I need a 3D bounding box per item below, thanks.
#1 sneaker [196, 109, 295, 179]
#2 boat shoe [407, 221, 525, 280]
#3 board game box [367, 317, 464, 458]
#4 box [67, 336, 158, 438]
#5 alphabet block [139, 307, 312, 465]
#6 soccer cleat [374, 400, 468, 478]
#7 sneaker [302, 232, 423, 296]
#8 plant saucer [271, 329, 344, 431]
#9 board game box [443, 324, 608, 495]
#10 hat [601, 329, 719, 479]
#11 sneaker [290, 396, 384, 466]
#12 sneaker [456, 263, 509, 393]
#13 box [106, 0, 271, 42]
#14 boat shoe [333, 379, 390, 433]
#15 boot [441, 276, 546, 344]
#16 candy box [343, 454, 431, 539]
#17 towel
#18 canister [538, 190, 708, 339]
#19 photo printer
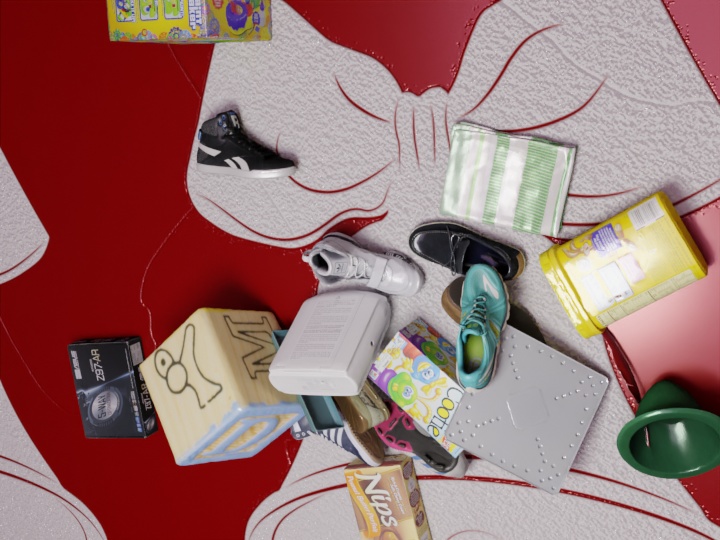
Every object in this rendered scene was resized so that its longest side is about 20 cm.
[{"bbox_3d":[-0.205,-0.221,1.560,0.199,0.073,0.113,7,106,25],"label":"sneaker"},{"bbox_3d":[0.164,-0.029,1.437,0.199,0.062,0.075,18,110,22],"label":"boat shoe"},{"bbox_3d":[0.126,0.189,1.477,0.200,0.105,0.103,42,114,11],"label":"board game box"},{"bbox_3d":[-0.502,0.237,1.815,0.159,0.043,0.201,-4,100,25],"label":"box"},{"bbox_3d":[-0.233,0.201,1.569,0.195,0.196,0.201,-39,64,25],"label":"alphabet block"},{"bbox_3d":[0.100,0.295,1.535,0.200,0.086,0.070,31,83,38],"label":"soccer cleat"},{"bbox_3d":[0.000,0.000,1.489,0.199,0.115,0.076,23,110,19],"label":"sneaker"},{"bbox_3d":[-0.095,0.191,1.554,0.019,0.070,0.201,-46,59,33],"label":"plant saucer"},{"bbox_3d":[0.255,0.213,1.387,0.199,0.026,0.201,28,83,-3],"label":"board game box"},{"bbox_3d":[0.465,0.190,1.369,0.165,0.177,0.200,-15,130,21],"label":"hat"},{"bbox_3d":[-0.049,0.290,1.596,0.200,0.070,0.109,49,112,19],"label":"sneaker"},{"bbox_3d":[0.180,0.082,1.347,0.077,0.080,0.201,1,72,18],"label":"sneaker"},{"bbox_3d":[-0.279,-0.440,1.476,0.191,0.200,0.123,4,103,25],"label":"box"},{"bbox_3d":[-0.022,0.190,1.563,0.201,0.062,0.073,59,151,25],"label":"boat shoe"},{"bbox_3d":[0.215,0.089,1.446,0.200,0.074,0.075,39,157,0],"label":"boot"},{"bbox_3d":[0.052,0.433,1.592,0.115,0.055,0.201,-11,96,27],"label":"candy box"},{"bbox_3d":[0.228,-0.141,1.404,0.199,0.023,0.154,14,108,21],"label":"towel"},{"bbox_3d":[0.388,-0.008,1.323,0.199,0.086,0.149,-31,87,26],"label":"canister"},{"bbox_3d":[-0.045,0.114,1.498,0.165,0.201,0.070,-4,132,29],"label":"photo printer"}]
